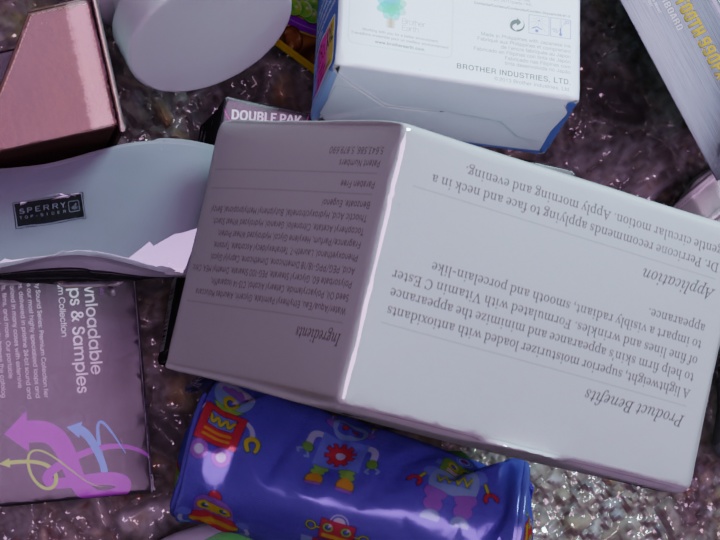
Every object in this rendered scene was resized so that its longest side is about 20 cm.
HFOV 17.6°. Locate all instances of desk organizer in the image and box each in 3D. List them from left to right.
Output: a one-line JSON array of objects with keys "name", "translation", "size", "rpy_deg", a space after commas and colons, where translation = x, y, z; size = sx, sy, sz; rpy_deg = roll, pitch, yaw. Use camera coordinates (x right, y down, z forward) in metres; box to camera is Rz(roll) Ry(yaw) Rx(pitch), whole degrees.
[{"name": "desk organizer", "translation": [-0.174, -0.091, 1.236], "size": [0.077, 0.200, 0.072], "rpy_deg": [-13, 90, -9]}]

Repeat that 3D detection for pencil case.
[{"name": "pencil case", "translation": [-0.003, 0.116, 1.245], "size": [0.199, 0.078, 0.087], "rpy_deg": [15, 46, 5]}]

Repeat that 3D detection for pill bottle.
[{"name": "pill bottle", "translation": [-0.116, -0.202, 1.258], "size": [0.115, 0.116, 0.201], "rpy_deg": [-20, 62, -11]}]

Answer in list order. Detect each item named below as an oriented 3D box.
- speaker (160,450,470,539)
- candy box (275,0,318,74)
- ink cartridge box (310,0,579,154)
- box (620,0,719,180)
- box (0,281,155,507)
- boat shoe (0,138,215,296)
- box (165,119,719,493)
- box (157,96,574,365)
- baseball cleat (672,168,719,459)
[{"name": "speaker", "translation": [-0.025, 0.166, 1.309], "size": [0.199, 0.088, 0.089], "rpy_deg": [-17, 90, -11]}, {"name": "candy box", "translation": [-0.009, -0.162, 1.332], "size": [0.200, 0.026, 0.102], "rpy_deg": [36, 112, -5]}, {"name": "ink cartridge box", "translation": [0.048, -0.175, 1.255], "size": [0.136, 0.076, 0.201], "rpy_deg": [7, 69, -12]}, {"name": "box", "translation": [0.185, -0.146, 1.305], "size": [0.048, 0.200, 0.159], "rpy_deg": [-27, 97, 14]}, {"name": "box", "translation": [-0.220, 0.063, 1.302], "size": [0.199, 0.036, 0.144], "rpy_deg": [-4, 88, -10]}, {"name": "boat shoe", "translation": [-0.137, -0.021, 1.213], "size": [0.198, 0.068, 0.074], "rpy_deg": [-9, 81, -1]}, {"name": "box", "translation": [0.041, 0.015, 1.122], "size": [0.198, 0.200, 0.132], "rpy_deg": [16, 86, -28]}, {"name": "box", "translation": [0.000, 0.000, 1.303], "size": [0.199, 0.124, 0.149], "rpy_deg": [11, 85, -9]}, {"name": "baseball cleat", "translation": [0.220, 0.013, 1.380], "size": [0.106, 0.070, 0.201], "rpy_deg": [20, 73, -3]}]
